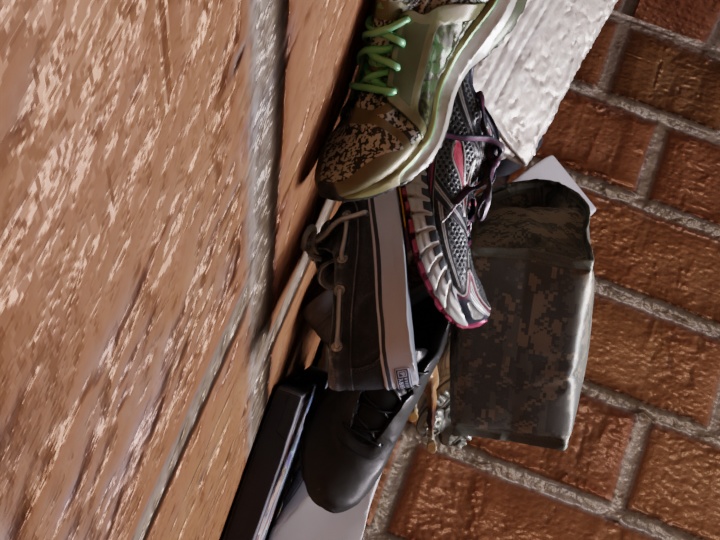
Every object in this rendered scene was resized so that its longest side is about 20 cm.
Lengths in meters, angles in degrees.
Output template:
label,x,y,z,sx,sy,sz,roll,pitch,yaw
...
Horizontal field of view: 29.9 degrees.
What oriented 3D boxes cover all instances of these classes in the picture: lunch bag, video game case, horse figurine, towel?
label,x,y,z,sx,sy,sz,roll,pitch,yaw
lunch bag,0.134,0.026,1.123,0.200,0.116,0.167,-65,161,-68
video game case,-0.076,0.183,1.093,0.181,0.025,0.203,-9,119,-84
horse figurine,0.054,0.065,1.228,0.133,0.049,0.203,-92,-178,-58
towel,0.120,-0.188,0.971,0.132,0.034,0.202,37,80,-39

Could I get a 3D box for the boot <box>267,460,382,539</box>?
label,x,y,z,sx,sy,sz,roll,pitch,yaw
boot,-0.025,0.181,1.125,0.202,0.072,0.090,-62,-171,0

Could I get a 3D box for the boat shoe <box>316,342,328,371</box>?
label,x,y,z,sx,sy,sz,roll,pitch,yaw
boat shoe,-0.008,0.103,1.246,0.076,0.073,0.202,97,14,-70

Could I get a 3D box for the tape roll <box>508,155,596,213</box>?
label,x,y,z,sx,sy,sz,roll,pitch,yaw
tape roll,0.133,-0.021,1.316,0.202,0.071,0.202,-38,175,-4

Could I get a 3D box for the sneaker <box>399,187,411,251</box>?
label,x,y,z,sx,sy,sz,roll,pitch,yaw
sneaker,0.040,-0.112,1.010,0.090,0.074,0.203,-11,115,-74

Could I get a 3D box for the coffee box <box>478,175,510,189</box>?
label,x,y,z,sx,sy,sz,roll,pitch,yaw
coffee box,0.107,-0.167,1.235,0.201,0.112,0.081,101,10,-63

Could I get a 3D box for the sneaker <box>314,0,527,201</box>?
label,x,y,z,sx,sy,sz,roll,pitch,yaw
sneaker,0.020,-0.133,0.803,0.089,0.076,0.201,49,64,-41

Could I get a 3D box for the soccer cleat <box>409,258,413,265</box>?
label,x,y,z,sx,sy,sz,roll,pitch,yaw
soccer cleat,0.041,-0.022,1.324,0.200,0.069,0.087,-46,157,-78

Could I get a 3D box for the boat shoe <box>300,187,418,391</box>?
label,x,y,z,sx,sy,sz,roll,pitch,yaw
boat shoe,-0.003,-0.010,0.883,0.074,0.067,0.202,77,7,-61

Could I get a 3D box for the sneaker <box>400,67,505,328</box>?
label,x,y,z,sx,sy,sz,roll,pitch,yaw
sneaker,0.061,-0.062,0.883,0.081,0.073,0.203,-63,144,-84

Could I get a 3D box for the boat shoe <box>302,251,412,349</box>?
label,x,y,z,sx,sy,sz,roll,pitch,yaw
boat shoe,0.000,0.000,1.071,0.067,0.057,0.201,-50,-171,27

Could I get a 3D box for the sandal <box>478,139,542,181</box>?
label,x,y,z,sx,sy,sz,roll,pitch,yaw
sandal,0.086,-0.088,1.128,0.198,0.043,0.076,-17,154,-37

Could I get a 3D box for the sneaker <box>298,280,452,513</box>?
label,x,y,z,sx,sy,sz,roll,pitch,yaw
sneaker,0.014,0.088,1.032,0.202,0.075,0.091,-65,-174,-18

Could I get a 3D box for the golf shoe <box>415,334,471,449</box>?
label,x,y,z,sx,sy,sz,roll,pitch,yaw
golf shoe,0.113,0.070,1.302,0.201,0.078,0.098,-50,-153,14
